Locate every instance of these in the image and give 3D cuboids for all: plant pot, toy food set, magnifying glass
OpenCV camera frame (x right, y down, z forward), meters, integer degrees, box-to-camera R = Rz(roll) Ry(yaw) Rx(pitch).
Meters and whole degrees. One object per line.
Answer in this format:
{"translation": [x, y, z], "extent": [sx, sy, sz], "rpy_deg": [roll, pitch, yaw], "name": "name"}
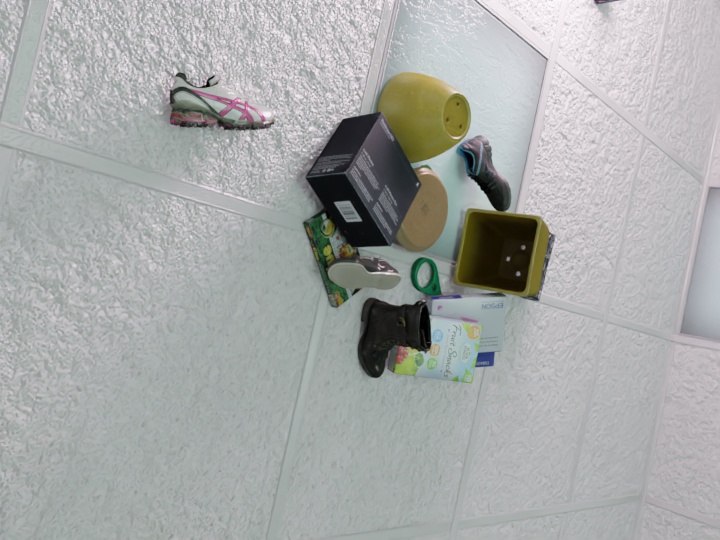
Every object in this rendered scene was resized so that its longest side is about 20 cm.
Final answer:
{"translation": [0.154, -0.331, 1.506], "extent": [0.200, 0.142, 0.201], "rpy_deg": [-11, 106, -44], "name": "plant pot"}
{"translation": [0.130, -0.142, 1.584], "extent": [0.198, 0.049, 0.200], "rpy_deg": [42, 68, -41], "name": "toy food set"}
{"translation": [0.377, -0.038, 1.763], "extent": [0.200, 0.194, 0.196], "rpy_deg": [10, 90, -59], "name": "plant pot"}
{"translation": [0.178, 0.047, 1.690], "extent": [0.080, 0.022, 0.200], "rpy_deg": [-54, 129, -24], "name": "magnifying glass"}

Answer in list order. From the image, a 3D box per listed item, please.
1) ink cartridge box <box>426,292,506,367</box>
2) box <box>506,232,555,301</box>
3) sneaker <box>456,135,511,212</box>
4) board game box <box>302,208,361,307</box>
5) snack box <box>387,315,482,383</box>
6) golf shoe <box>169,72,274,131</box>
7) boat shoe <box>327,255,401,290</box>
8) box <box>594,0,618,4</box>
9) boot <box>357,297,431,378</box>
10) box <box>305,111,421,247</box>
{"translation": [0.254, 0.156, 1.696], "extent": [0.196, 0.043, 0.200], "rpy_deg": [-3, 106, -15], "name": "ink cartridge box"}
{"translation": [0.469, -0.029, 1.948], "extent": [0.158, 0.050, 0.200], "rpy_deg": [21, 82, -45], "name": "box"}
{"translation": [0.299, -0.229, 1.703], "extent": [0.082, 0.073, 0.200], "rpy_deg": [-22, 84, -32], "name": "sneaker"}
{"translation": [-0.048, -0.033, 1.442], "extent": [0.105, 0.023, 0.200], "rpy_deg": [-36, 121, -33], "name": "board game box"}
{"translation": [0.174, 0.179, 1.620], "extent": [0.200, 0.053, 0.143], "rpy_deg": [10, 93, -17], "name": "snack box"}
{"translation": [-0.227, -0.283, 1.177], "extent": [0.200, 0.073, 0.092], "rpy_deg": [-4, 99, -45], "name": "golf shoe"}
{"translation": [0.000, 0.000, 1.452], "extent": [0.200, 0.057, 0.067], "rpy_deg": [11, 125, -43], "name": "boat shoe"}
{"translation": [0.714, -0.890, 1.998], "extent": [0.200, 0.106, 0.122], "rpy_deg": [44, 66, -40], "name": "box"}
{"translation": [0.078, 0.152, 1.494], "extent": [0.069, 0.174, 0.200], "rpy_deg": [-13, 106, -43], "name": "boot"}
{"translation": [0.012, -0.178, 1.396], "extent": [0.200, 0.104, 0.182], "rpy_deg": [56, 48, -36], "name": "box"}
